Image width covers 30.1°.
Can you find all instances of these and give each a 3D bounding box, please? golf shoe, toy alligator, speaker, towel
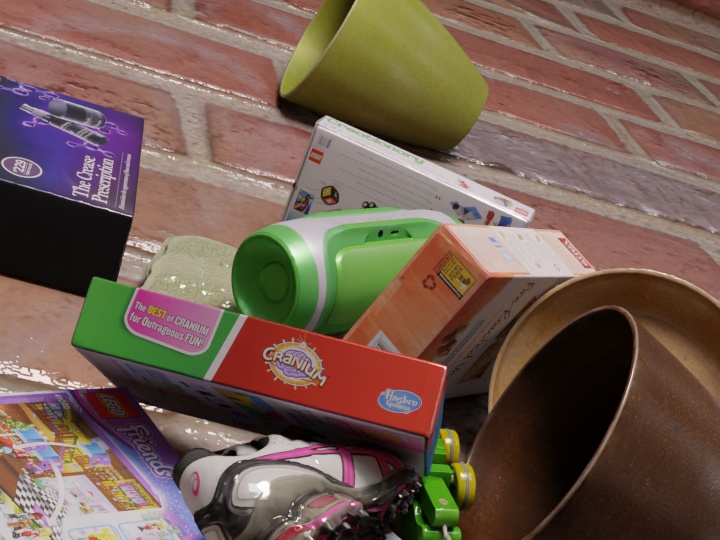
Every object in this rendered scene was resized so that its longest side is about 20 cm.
[{"bbox_3d":[-0.028,0.117,0.724,0.092,0.073,0.200,38,7,18],"label":"golf shoe"},{"bbox_3d":[0.040,0.151,0.852,0.059,0.055,0.200,5,26,-14],"label":"toy alligator"},{"bbox_3d":[0.000,0.000,1.009,0.199,0.089,0.088,-7,37,-46],"label":"speaker"},{"bbox_3d":[-0.071,0.031,1.035,0.199,0.037,0.149,19,25,-7],"label":"towel"}]

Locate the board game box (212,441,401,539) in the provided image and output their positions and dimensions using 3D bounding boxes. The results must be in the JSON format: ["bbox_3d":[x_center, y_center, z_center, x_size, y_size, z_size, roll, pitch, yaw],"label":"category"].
[{"bbox_3d":[-0.052,0.178,0.753,0.200,0.026,0.199,38,29,31],"label":"board game box"}]

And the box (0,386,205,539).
[{"bbox_3d":[-0.140,0.134,0.688,0.136,0.039,0.200,1,31,-40],"label":"box"}]

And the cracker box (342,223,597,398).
[{"bbox_3d":[0.083,0.033,0.997,0.058,0.134,0.200,49,24,22],"label":"cracker box"}]

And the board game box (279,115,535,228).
[{"bbox_3d":[0.034,-0.034,1.150,0.199,0.127,0.035,25,24,6],"label":"board game box"}]

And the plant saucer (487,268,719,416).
[{"bbox_3d":[0.192,0.100,0.967,0.199,0.201,0.035,27,-7,11],"label":"plant saucer"}]

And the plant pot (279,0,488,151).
[{"bbox_3d":[0.040,-0.226,1.535,0.199,0.187,0.187,31,21,-17],"label":"plant pot"}]

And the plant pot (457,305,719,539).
[{"bbox_3d":[0.190,0.155,0.857,0.200,0.187,0.187,34,21,-12],"label":"plant pot"}]

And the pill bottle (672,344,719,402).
[{"bbox_3d":[0.288,0.104,1.082,0.112,0.113,0.200,30,16,18],"label":"pill bottle"}]

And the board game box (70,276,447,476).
[{"bbox_3d":[-0.051,0.066,0.777,0.199,0.041,0.153,14,-15,6],"label":"board game box"}]

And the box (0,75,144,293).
[{"bbox_3d":[-0.248,-0.071,1.050,0.140,0.079,0.200,13,25,-14],"label":"box"}]
